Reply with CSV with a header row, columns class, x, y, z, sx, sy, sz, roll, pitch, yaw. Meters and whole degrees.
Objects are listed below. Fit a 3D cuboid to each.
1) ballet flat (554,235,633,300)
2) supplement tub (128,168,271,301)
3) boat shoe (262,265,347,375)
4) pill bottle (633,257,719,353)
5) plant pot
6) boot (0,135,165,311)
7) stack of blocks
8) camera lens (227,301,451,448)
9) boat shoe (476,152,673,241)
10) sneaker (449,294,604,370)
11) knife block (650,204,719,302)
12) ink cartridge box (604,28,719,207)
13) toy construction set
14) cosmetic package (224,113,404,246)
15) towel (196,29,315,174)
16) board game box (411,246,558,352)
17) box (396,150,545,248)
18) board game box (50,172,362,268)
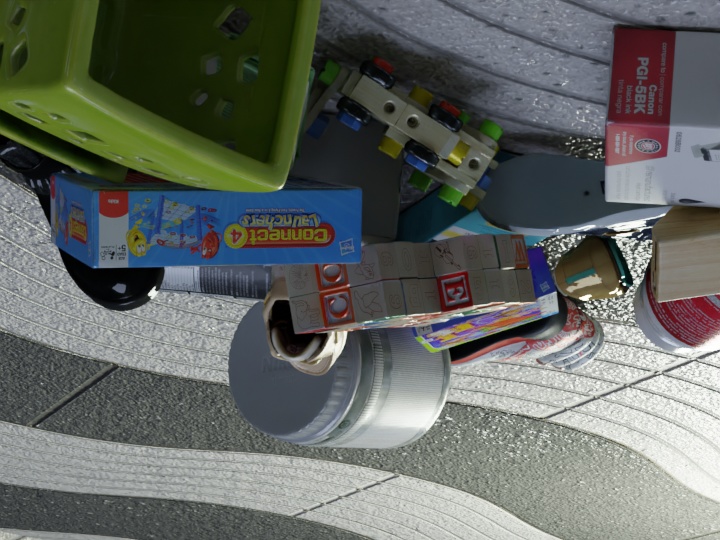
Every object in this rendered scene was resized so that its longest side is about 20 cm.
class,x,y,z,sx,sy,sz,roll,pitch,yaw
ballet flat,0.204,-0.003,1.682,0.063,0.069,0.200,-25,173,9
supplement tub,-0.150,-0.039,1.677,0.200,0.123,0.123,6,160,2
boat shoe,-0.053,0.046,1.605,0.074,0.069,0.200,10,151,10
pill bottle,0.320,0.007,1.669,0.112,0.112,0.200,11,159,-12
plant pot,-0.162,-0.166,1.238,0.181,0.199,0.200,-3,161,40
boot,-0.242,-0.075,1.520,0.079,0.211,0.158,-31,159,-2
stack of blocks,0.043,0.010,1.500,0.115,0.059,0.200,-13,174,31
camera lens,-0.016,0.101,1.913,0.160,0.160,0.200,-9,169,37
boat shoe,0.196,-0.053,1.578,0.200,0.071,0.091,-4,160,1
sneaker,0.159,0.076,1.975,0.201,0.067,0.108,-16,148,42
knife block,0.348,-0.028,1.479,0.175,0.200,0.064,23,137,32
ink cartridge box,0.285,-0.109,1.405,0.200,0.083,0.147,4,159,9
toy construction set,0.025,-0.115,1.482,0.200,0.092,0.131,17,-176,-8
cosmetic package,-0.067,-0.075,1.579,0.200,0.108,0.085,10,160,-5
towel,-0.134,-0.149,1.425,0.200,0.023,0.153,23,155,4
board game box,0.116,0.030,1.764,0.134,0.045,0.200,-18,172,5
box,0.108,-0.045,1.685,0.082,0.049,0.200,15,158,-21
board game box,-0.120,-0.040,1.401,0.196,0.056,0.200,-1,-174,-17
